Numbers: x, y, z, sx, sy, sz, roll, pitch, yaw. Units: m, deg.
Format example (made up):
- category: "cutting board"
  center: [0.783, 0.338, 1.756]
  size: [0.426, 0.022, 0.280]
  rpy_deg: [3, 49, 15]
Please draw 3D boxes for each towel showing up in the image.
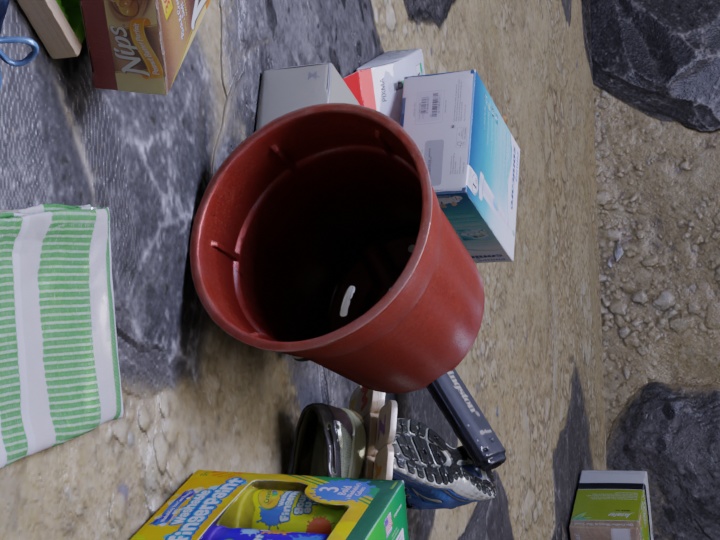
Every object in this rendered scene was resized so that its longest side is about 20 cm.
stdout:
- category: "towel"
  center: [-0.198, 0.035, 0.795]
  size: [0.200, 0.023, 0.153]
  rpy_deg: [-15, 102, -71]

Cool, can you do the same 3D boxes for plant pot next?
- category: "plant pot"
  center: [0.000, 0.000, 1.078]
  size: [0.195, 0.200, 0.201]
  rpy_deg: [41, 49, -57]

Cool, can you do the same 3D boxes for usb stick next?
- category: "usb stick"
  center: [0.096, 0.131, 1.495]
  size: [0.200, 0.033, 0.055]
  rpy_deg: [59, 21, 18]

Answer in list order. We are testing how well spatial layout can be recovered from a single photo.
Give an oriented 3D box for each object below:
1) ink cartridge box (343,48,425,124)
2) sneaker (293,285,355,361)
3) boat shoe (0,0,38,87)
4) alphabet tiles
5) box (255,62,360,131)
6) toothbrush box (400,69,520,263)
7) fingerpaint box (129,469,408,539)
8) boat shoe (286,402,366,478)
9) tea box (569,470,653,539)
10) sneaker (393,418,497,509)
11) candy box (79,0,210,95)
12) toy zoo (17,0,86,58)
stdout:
- category: "ink cartridge box"
  center: [0.033, -0.148, 1.472]
  size: [0.200, 0.050, 0.161]
  rpy_deg: [-49, 133, -67]
- category: "sneaker"
  center: [-0.020, 0.001, 1.259]
  size: [0.200, 0.075, 0.087]
  rpy_deg: [-57, 135, -60]
- category: "boat shoe"
  center: [-0.216, -0.139, 0.692]
  size: [0.084, 0.068, 0.200]
  rpy_deg: [-51, 136, -63]
- category: "alphabet tiles"
  center: [-0.001, 0.197, 1.232]
  size: [0.196, 0.015, 0.200]
  rpy_deg: [125, -29, -66]
- category: "box"
  center: [-0.028, -0.108, 1.250]
  size: [0.200, 0.068, 0.082]
  rpy_deg: [50, 41, -61]
- category: "toothbrush box"
  center: [0.112, -0.110, 1.499]
  size: [0.200, 0.085, 0.147]
  rpy_deg: [43, 48, -60]
- category: "fingerpaint box"
  center: [-0.072, 0.209, 0.921]
  size: [0.200, 0.166, 0.074]
  rpy_deg: [-42, 130, -65]
- category: "boat shoe"
  center: [-0.043, 0.213, 1.176]
  size: [0.066, 0.072, 0.201]
  rpy_deg: [25, 66, -43]
- category: "tea box"
  center: [0.486, 0.519, 2.594]
  size: [0.197, 0.133, 0.200]
  rpy_deg: [-58, 141, -58]
- category: "sneaker"
  center: [0.062, 0.222, 1.454]
  size: [0.200, 0.089, 0.079]
  rpy_deg: [31, 35, -44]
- category: "candy box"
  center: [-0.132, -0.223, 0.902]
  size: [0.200, 0.055, 0.116]
  rpy_deg: [-77, 170, -46]
- category: "toy zoo"
  center: [-0.188, -0.252, 0.865]
  size: [0.131, 0.020, 0.200]
  rpy_deg: [67, 28, -47]
